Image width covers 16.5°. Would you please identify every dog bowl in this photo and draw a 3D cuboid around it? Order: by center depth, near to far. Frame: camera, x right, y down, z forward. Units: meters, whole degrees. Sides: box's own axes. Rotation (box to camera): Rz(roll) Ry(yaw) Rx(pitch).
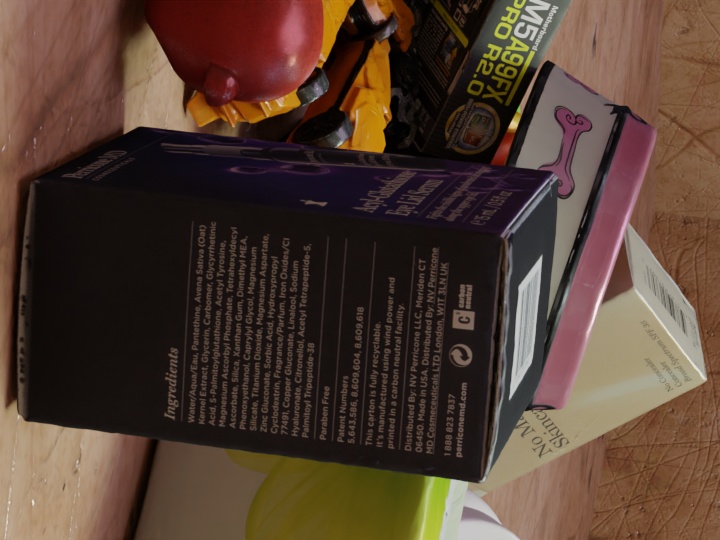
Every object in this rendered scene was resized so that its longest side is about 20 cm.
[{"bbox_3d":[0.105,-0.011,1.382,0.200,0.074,0.200,18,90,-86],"label":"dog bowl"}]

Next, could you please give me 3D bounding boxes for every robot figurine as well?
[{"bbox_3d":[-0.024,-0.110,1.294,0.145,0.058,0.200,63,27,-25],"label":"robot figurine"}]

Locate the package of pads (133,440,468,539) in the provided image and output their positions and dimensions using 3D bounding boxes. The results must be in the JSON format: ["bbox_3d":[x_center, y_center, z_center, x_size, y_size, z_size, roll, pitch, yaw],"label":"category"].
[{"bbox_3d":[-0.038,0.152,1.204,0.068,0.154,0.200,58,40,-56],"label":"package of pads"}]

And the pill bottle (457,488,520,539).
[{"bbox_3d":[0.012,0.156,1.337,0.200,0.114,0.114,-158,-108,-67],"label":"pill bottle"}]

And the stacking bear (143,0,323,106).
[{"bbox_3d":[-0.045,-0.173,1.097,0.121,0.114,0.200,-41,141,-74],"label":"stacking bear"}]

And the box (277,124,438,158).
[{"bbox_3d":[0.000,0.000,1.424,0.200,0.107,0.149,-48,144,-73],"label":"box"}]

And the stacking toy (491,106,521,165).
[{"bbox_3d":[0.073,-0.090,1.554,0.085,0.085,0.200,80,-15,-57],"label":"stacking toy"}]

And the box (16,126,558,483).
[{"bbox_3d":[-0.027,0.009,1.044,0.148,0.200,0.104,-47,143,-73],"label":"box"}]

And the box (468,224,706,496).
[{"bbox_3d":[0.106,0.062,1.555,0.095,0.200,0.078,48,23,-28],"label":"box"}]

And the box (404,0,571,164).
[{"bbox_3d":[0.058,-0.170,1.411,0.160,0.044,0.200,-64,-154,20],"label":"box"}]
